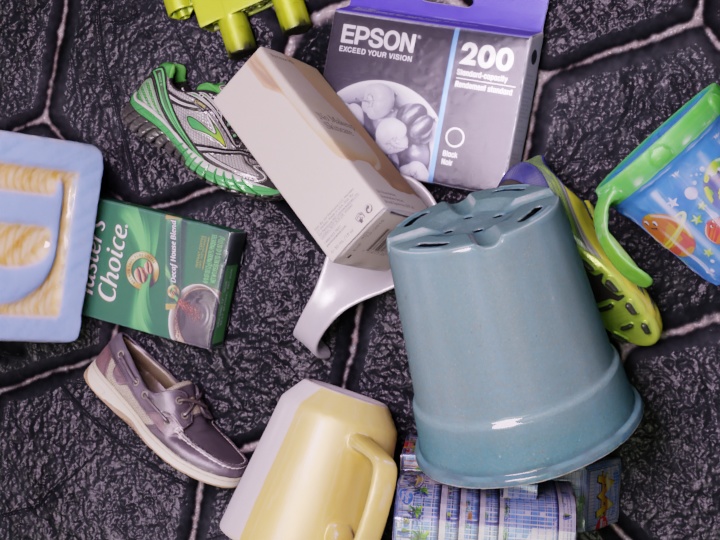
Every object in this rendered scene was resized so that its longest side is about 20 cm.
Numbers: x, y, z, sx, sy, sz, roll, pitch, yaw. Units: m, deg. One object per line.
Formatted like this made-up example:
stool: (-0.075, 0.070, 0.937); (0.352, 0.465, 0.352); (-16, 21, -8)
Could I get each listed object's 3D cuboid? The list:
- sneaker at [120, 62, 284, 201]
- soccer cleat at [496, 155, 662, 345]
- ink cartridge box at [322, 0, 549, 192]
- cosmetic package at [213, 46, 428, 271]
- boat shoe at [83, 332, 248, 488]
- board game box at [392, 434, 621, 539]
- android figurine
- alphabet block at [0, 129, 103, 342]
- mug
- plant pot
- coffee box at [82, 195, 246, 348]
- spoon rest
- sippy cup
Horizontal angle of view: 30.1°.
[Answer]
sneaker: (-0.139, -0.133, 1.292); (0.199, 0.078, 0.086); (35, 100, 16)
soccer cleat: (0.204, -0.021, 1.187); (0.200, 0.084, 0.065); (46, 144, -1)
ink cartridge box: (0.063, -0.182, 1.242); (0.197, 0.043, 0.202); (11, 94, 19)
cosmetic package: (-0.032, -0.098, 1.192); (0.071, 0.105, 0.200); (-45, 67, 19)
boat shoe: (-0.186, 0.136, 1.317); (0.200, 0.072, 0.065); (37, 106, 21)
board game box: (0.132, 0.194, 1.168); (0.198, 0.200, 0.062); (2, 93, 4)
android figurine: (-0.118, -0.315, 1.303); (0.181, 0.041, 0.201); (-18, 87, 18)
alphabet block: (-0.392, -0.045, 1.292); (0.199, 0.195, 0.198); (12, 93, 39)
mug: (-0.021, 0.190, 1.225); (0.186, 0.149, 0.154); (17, 87, 33)
plant pot: (0.115, 0.045, 1.115); (0.199, 0.200, 0.197); (-12, 108, 18)
coffee box: (-0.219, -0.002, 1.338); (0.199, 0.044, 0.124); (15, 97, 18)
spoon rest: (0.000, 0.000, 1.246); (0.099, 0.061, 0.201); (39, 110, 14)
sippy cup: (0.290, -0.065, 1.128); (0.130, 0.140, 0.178); (47, 113, 1)
